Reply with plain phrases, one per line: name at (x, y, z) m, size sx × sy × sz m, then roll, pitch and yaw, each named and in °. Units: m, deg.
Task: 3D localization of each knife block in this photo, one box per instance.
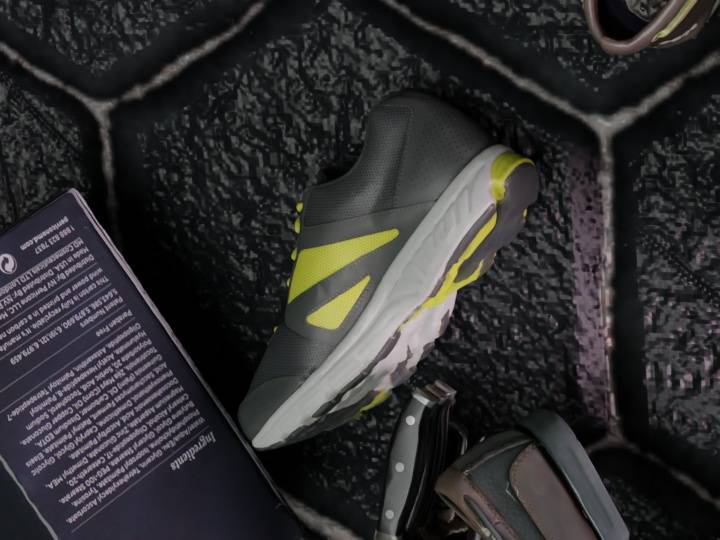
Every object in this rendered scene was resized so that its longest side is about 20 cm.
knife block at (0.027, 0.157, 1.035) m, size 0.064 × 0.200 × 0.176 m, roll 13°, pitch 143°, yaw 20°

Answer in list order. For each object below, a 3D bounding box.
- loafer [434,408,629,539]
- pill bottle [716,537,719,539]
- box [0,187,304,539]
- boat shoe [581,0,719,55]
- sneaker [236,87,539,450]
loafer at (0.099, 0.159, 0.970) m, size 0.063 × 0.072 × 0.200 m, roll -25°, pitch 79°, yaw -12°
pill bottle at (0.227, 0.197, 0.989) m, size 0.112 × 0.112 × 0.200 m, roll -34°, pitch 92°, yaw 30°
box at (-0.167, 0.099, 1.100) m, size 0.197 × 0.124 × 0.200 m, roll 55°, pitch 139°, yaw -4°
boat shoe at (0.141, -0.178, 0.920) m, size 0.072 × 0.060 × 0.200 m, roll 28°, pitch 118°, yaw 14°
sneaker at (0.000, 0.000, 1.054) m, size 0.085 × 0.074 × 0.200 m, roll 48°, pitch 117°, yaw 17°
